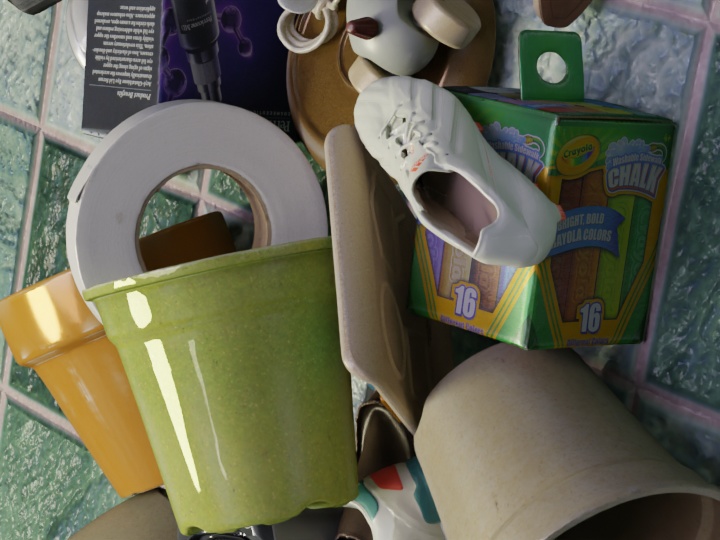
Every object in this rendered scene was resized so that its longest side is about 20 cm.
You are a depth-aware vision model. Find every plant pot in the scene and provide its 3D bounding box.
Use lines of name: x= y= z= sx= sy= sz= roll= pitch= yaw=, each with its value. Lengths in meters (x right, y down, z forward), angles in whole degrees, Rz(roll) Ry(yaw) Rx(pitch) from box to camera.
plant pot: x=0.014 y=-0.162 z=1.674 sx=0.199 sy=0.027 sz=0.202 roll=-10 pitch=74 yaw=39
plant pot: x=-0.169 y=0.075 z=1.813 sx=0.200 sy=0.200 sz=0.184 roll=-22 pitch=91 yaw=46
plant pot: x=-0.081 y=0.084 z=1.588 sx=0.200 sy=0.199 sz=0.186 roll=-14 pitch=86 yaw=47
plant pot: x=0.129 y=0.150 z=1.484 sx=0.201 sy=0.199 sz=0.184 roll=-61 pitch=39 yaw=29

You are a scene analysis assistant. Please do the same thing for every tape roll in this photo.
tape roll: x=-0.123 y=-0.028 z=1.703 sx=0.037 sy=0.201 sz=0.204 roll=-157 pitch=70 yaw=-70

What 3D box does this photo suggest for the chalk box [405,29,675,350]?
chalk box: x=0.124 y=-0.059 z=1.514 sx=0.123 sy=0.124 sz=0.202 roll=19 pitch=106 yaw=47

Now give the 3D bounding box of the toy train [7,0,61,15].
toy train: x=-0.234 y=-0.292 z=1.912 sx=0.199 sy=0.085 sz=0.115 roll=-17 pitch=43 yaw=45

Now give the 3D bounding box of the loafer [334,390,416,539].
loafer: x=0.020 y=0.187 z=1.675 sx=0.073 sy=0.071 sz=0.202 roll=-7 pitch=86 yaw=48

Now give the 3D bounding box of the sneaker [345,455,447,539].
sneaker: x=0.045 y=0.234 z=1.612 sx=0.093 sy=0.070 sz=0.201 roll=-19 pitch=77 yaw=1

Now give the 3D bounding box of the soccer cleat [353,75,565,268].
soccer cleat: x=0.049 y=-0.068 z=1.448 sx=0.200 sy=0.077 sz=0.070 roll=43 pitch=122 yaw=39

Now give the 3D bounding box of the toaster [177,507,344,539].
toaster: x=-0.056 y=0.252 z=1.719 sx=0.113 sy=0.129 sz=0.202 roll=-16 pitch=78 yaw=48

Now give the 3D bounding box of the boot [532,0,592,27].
boot: x=0.131 y=-0.288 z=1.552 sx=0.146 sy=0.070 sz=0.201 roll=45 pitch=121 yaw=45

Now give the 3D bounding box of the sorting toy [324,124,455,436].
sorting toy: x=0.018 y=0.019 z=1.565 sx=0.036 sy=0.200 sz=0.186 roll=-12 pitch=66 yaw=16

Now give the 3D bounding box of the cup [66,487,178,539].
cup: x=-0.161 y=0.261 z=1.815 sx=0.200 sy=0.200 sz=0.144 roll=31 pitch=87 yaw=43

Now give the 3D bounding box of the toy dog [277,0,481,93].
toy dog: x=-0.007 y=-0.203 z=1.619 sx=0.200 sy=0.096 sz=0.133 roll=34 pitch=102 yaw=40

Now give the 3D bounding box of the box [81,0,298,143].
box: x=-0.129 y=-0.200 z=1.777 sx=0.104 sy=0.147 sz=0.202 roll=9 pitch=99 yaw=47

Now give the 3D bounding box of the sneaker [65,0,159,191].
sneaker: x=-0.186 y=-0.167 z=1.910 sx=0.080 sy=0.070 sz=0.201 roll=-36 pitch=66 yaw=24
